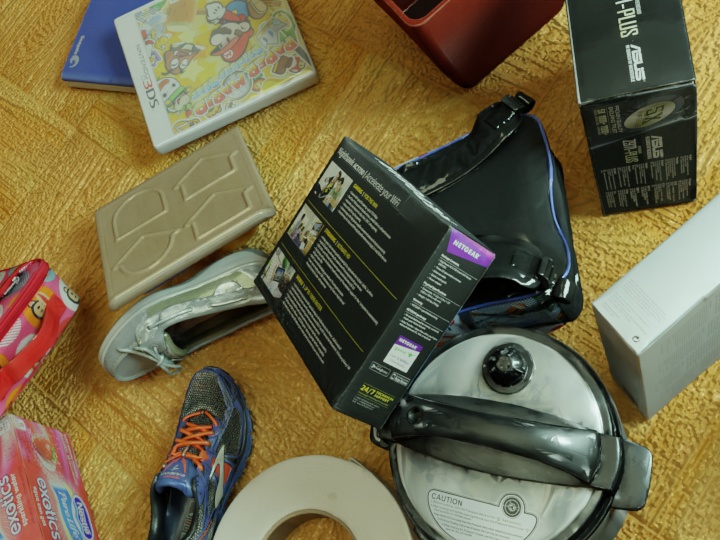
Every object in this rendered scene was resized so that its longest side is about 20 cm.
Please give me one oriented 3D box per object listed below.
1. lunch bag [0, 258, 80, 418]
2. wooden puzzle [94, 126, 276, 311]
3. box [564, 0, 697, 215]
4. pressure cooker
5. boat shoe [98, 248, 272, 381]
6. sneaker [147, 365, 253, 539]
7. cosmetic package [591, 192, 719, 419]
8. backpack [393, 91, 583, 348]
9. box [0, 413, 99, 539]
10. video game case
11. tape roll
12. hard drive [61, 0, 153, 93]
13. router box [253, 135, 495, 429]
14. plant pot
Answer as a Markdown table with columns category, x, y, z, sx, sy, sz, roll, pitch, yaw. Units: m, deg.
| category | x | y | z | sx | sy | sz | roll | pitch | yaw |
| --- | --- | --- | --- | --- | --- | --- | --- | --- | --- |
| lunch bag | -0.376 | 0.084 | 0.900 | 0.173 | 0.082 | 0.202 | -12 | 39 | 35 |
| wooden puzzle | -0.180 | -0.051 | 0.912 | 0.183 | 0.047 | 0.201 | -30 | 37 | 1 |
| box | 0.224 | -0.166 | 0.740 | 0.084 | 0.200 | 0.167 | -8 | 66 | 18 |
| pressure cooker | 0.110 | 0.136 | 0.666 | 0.174 | 0.200 | 0.181 | -32 | 62 | 6 |
| boat shoe | -0.168 | 0.055 | 0.882 | 0.199 | 0.075 | 0.065 | -29 | 57 | 1 |
| sneaker | -0.151 | 0.186 | 0.818 | 0.074 | 0.078 | 0.204 | -2 | 69 | 19 |
| cosmetic package | 0.249 | 0.024 | 0.655 | 0.150 | 0.200 | 0.052 | -39 | 62 | 2 |
| backpack | 0.088 | -0.021 | 0.765 | 0.187 | 0.155 | 0.204 | -12 | 55 | 17 |
| box | -0.319 | 0.256 | 0.847 | 0.102 | 0.095 | 0.202 | -33 | 61 | 6 |
| video game case | -0.166 | -0.249 | 1.003 | 0.197 | 0.023 | 0.185 | -24 | 69 | 2 |
| tape roll | -0.040 | 0.263 | 0.768 | 0.198 | 0.037 | 0.207 | -8 | 66 | 19 |
| hard drive | -0.259 | -0.278 | 1.074 | 0.196 | 0.025 | 0.135 | 10 | 74 | 24 |
| router box | 0.000 | 0.000 | 0.682 | 0.151 | 0.051 | 0.200 | -56 | 33 | 10 |
| plant pot | 0.096 | -0.301 | 0.858 | 0.199 | 0.176 | 0.201 | -40 | 60 | 2 |
